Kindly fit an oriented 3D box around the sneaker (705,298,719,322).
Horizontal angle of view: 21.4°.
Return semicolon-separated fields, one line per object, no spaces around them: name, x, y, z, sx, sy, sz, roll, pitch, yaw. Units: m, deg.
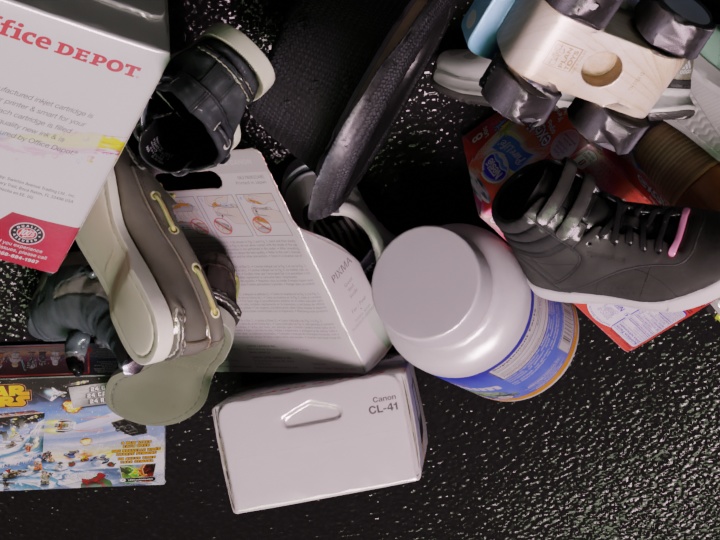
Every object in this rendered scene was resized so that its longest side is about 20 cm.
sneaker;0.369;0.014;1.506;0.199;0.076;0.077;6;133;-17

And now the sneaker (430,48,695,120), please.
sneaker;0.137;-0.164;1.271;0.076;0.200;0.116;-7;102;-52

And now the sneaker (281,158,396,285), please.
sneaker;0.000;0.000;1.433;0.073;0.071;0.200;-27;132;16

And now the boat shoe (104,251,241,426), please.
boat shoe;-0.136;0.055;1.410;0.071;0.061;0.201;20;147;-16

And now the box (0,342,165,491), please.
box;-0.256;0.118;1.527;0.199;0.040;0.137;-1;135;-8

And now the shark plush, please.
shark plush;-0.187;0.040;1.375;0.091;0.200;0.084;27;93;-42

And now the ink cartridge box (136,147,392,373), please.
ink cartridge box;-0.083;-0.013;1.386;0.160;0.050;0.201;-1;124;37

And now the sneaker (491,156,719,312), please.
sneaker;0.169;-0.028;1.258;0.199;0.071;0.099;-2;142;43

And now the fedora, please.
fedora;-0.013;-0.133;1.250;0.091;0.201;0.201;30;128;2

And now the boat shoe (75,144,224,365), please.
boat shoe;-0.154;-0.026;1.310;0.060;0.202;0.072;-7;148;-33

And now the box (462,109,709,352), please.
box;0.175;-0.043;1.403;0.100;0.096;0.200;-34;129;21

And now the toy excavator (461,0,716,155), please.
toy excavator;0.099;-0.185;1.180;0.194;0.200;0.100;17;124;-23

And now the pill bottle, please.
pill bottle;0.081;0.029;1.396;0.112;0.112;0.200;-27;159;16

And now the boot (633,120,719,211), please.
boot;0.289;-0.033;1.357;0.200;0.155;0.074;-4;138;-51

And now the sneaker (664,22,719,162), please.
sneaker;0.225;-0.159;1.323;0.200;0.118;0.074;41;131;2

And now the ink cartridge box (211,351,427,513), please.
ink cartridge box;-0.026;0.121;1.458;0.147;0.200;0.086;-11;92;4

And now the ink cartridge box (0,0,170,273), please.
ink cartridge box;-0.226;-0.129;1.220;0.145;0.145;0.200;17;128;-24

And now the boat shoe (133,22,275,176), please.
boat shoe;-0.112;-0.094;1.213;0.075;0.066;0.199;45;158;-10
